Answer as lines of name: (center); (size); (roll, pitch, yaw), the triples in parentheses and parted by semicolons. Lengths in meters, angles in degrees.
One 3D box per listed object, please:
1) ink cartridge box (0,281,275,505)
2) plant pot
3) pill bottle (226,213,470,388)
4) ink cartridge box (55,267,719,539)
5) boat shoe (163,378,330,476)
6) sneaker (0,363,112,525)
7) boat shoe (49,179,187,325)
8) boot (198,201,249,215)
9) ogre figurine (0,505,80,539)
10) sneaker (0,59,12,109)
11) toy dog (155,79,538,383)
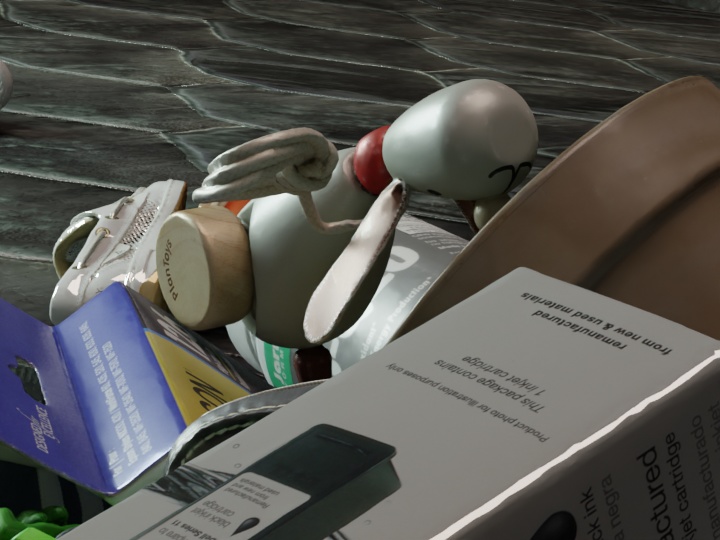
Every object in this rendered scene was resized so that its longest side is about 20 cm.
ink cartridge box: (-0.052, 0.066, 0.826); (0.200, 0.047, 0.198); (37, 4, -20)
plant pot: (0.121, 0.058, 0.820); (0.174, 0.200, 0.200); (45, 28, 17)
pill bottle: (0.021, 0.035, 1.034); (0.113, 0.113, 0.200); (-3, 15, -31)
ink cartridge box: (0.004, 0.111, 0.525); (0.200, 0.147, 0.083); (-30, 30, -28)
boat shoe: (0.026, 0.073, 0.663); (0.200, 0.074, 0.060); (11, -3, 21)
sneaker: (-0.127, 0.088, 0.863); (0.200, 0.085, 0.075); (26, 11, -48)
boat shoe: (-0.137, -0.011, 1.241); (0.069, 0.071, 0.200); (7, 15, -1)
boot: (-0.030, -0.010, 1.290); (0.107, 0.075, 0.200); (17, 16, 22)
ogre figurine: (-0.108, 0.124, 0.657); (0.120, 0.098, 0.200); (0, -2, 29)
sneaker: (-0.362, -0.162, 1.760); (0.200, 0.076, 0.105); (7, 13, 9)
toy dog: (0.000, 0.000, 0.854); (0.132, 0.096, 0.200); (-18, -4, -14)
